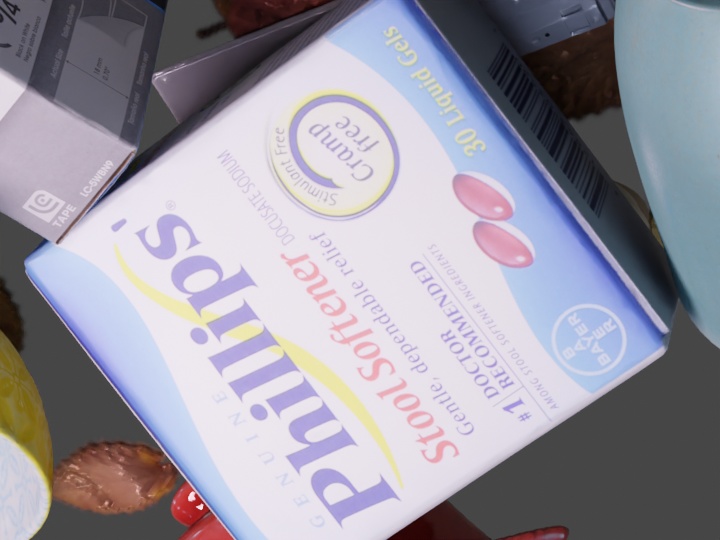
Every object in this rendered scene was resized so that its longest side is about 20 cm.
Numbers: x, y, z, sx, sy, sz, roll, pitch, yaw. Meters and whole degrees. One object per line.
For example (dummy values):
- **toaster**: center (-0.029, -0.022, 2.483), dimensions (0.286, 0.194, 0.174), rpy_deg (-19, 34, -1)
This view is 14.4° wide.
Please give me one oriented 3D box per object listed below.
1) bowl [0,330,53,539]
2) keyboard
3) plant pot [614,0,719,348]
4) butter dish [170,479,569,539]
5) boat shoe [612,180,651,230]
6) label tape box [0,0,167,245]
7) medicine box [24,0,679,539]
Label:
- **bowl**: center (-0.231, 0.046, 1.277), dimensions (0.200, 0.108, 0.200), rpy_deg (4, 149, 2)
- **keyboard**: center (0.009, -0.097, 1.222), dimensions (0.200, 0.011, 0.056), rpy_deg (-20, 120, 19)
- **plant pot**: center (0.188, -0.084, 1.086), dimensions (0.200, 0.201, 0.161), rpy_deg (-16, 130, 17)
- **butter dish**: center (-0.038, 0.155, 1.350), dimensions (0.199, 0.148, 0.200), rpy_deg (-12, 147, -47)
- **boat shoe**: center (0.029, -0.006, 1.253), dimensions (0.199, 0.069, 0.074), rpy_deg (0, 129, 4)
- **label tape box**: center (-0.177, -0.119, 1.130), dimensions (0.200, 0.144, 0.063), rpy_deg (31, 125, -19)
- **medicine box**: center (0.000, 0.000, 1.169), dimensions (0.200, 0.103, 0.182), rpy_deg (-36, 98, 17)
